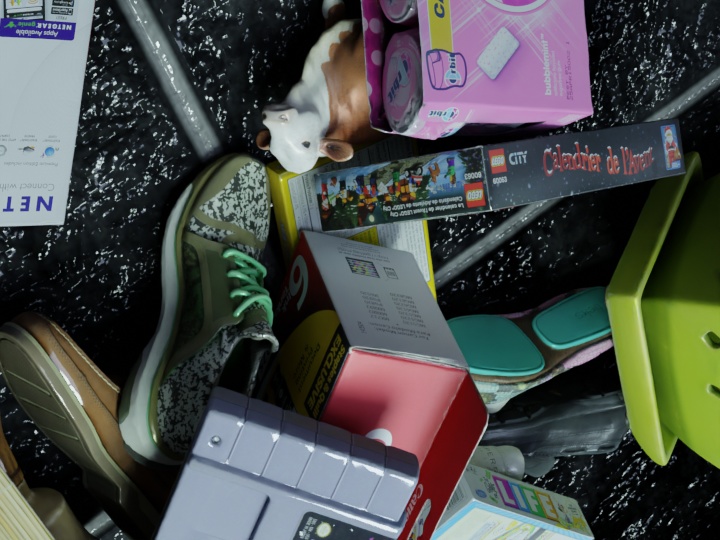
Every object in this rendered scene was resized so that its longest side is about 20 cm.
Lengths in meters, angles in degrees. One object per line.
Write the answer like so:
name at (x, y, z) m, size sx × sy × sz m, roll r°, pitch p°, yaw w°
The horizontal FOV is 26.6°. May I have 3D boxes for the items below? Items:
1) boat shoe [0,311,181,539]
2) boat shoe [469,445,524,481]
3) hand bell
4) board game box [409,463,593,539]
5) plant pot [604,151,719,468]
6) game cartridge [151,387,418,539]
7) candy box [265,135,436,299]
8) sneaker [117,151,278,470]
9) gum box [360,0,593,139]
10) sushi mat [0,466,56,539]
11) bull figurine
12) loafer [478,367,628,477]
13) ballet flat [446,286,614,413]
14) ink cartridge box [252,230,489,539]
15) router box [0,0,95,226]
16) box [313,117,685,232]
boat shoe at (-0.156, 0.090, 0.947) m, size 0.068 × 0.072 × 0.200 m, roll -45°, pitch 132°, yaw -24°
boat shoe at (0.080, 0.190, 1.112) m, size 0.069 × 0.071 × 0.200 m, roll -10°, pitch 149°, yaw -16°
hand bell at (-0.216, 0.120, 0.920) m, size 0.104 × 0.104 × 0.201 m, roll -26°, pitch 116°, yaw -19°
board game box at (0.044, 0.214, 1.043) m, size 0.200 × 0.034 × 0.134 m, roll -43°, pitch 137°, yaw 23°
plant pot at (0.290, 0.034, 1.103) m, size 0.200 × 0.181 × 0.200 m, roll -59°, pitch 143°, yaw -41°
game cartridge at (-0.058, 0.172, 0.882) m, size 0.129 × 0.038 × 0.201 m, roll 21°, pitch 116°, yaw -5°
candy box at (0.000, 0.000, 1.021) m, size 0.102 × 0.026 × 0.201 m, roll -25°, pitch 127°, yaw -23°
sneaker at (-0.075, 0.026, 0.917) m, size 0.077 × 0.088 × 0.201 m, roll 24°, pitch 74°, yaw -48°
gum box at (0.063, -0.171, 0.871) m, size 0.113 × 0.066 × 0.201 m, roll 0°, pitch 82°, yaw -28°
sushi mat at (-0.207, 0.181, 0.892) m, size 0.096 × 0.200 × 0.012 m, roll -37°, pitch 180°, yaw 30°
bull figurine at (0.019, -0.127, 0.932) m, size 0.199 × 0.065 × 0.122 m, roll -9°, pitch 111°, yaw -35°
loafer at (0.128, 0.124, 1.147) m, size 0.200 × 0.068 × 0.071 m, roll -7°, pitch 111°, yaw -34°
ballet flat at (0.114, 0.063, 1.098) m, size 0.199 × 0.069 × 0.071 m, roll -15°, pitch 145°, yaw -39°
ink cartridge box at (-0.015, 0.108, 0.948) m, size 0.084 × 0.176 × 0.201 m, roll 11°, pitch 118°, yaw -23°
router box at (-0.241, -0.112, 0.783) m, size 0.199 × 0.049 × 0.180 m, roll -3°, pitch 117°, yaw -32°
box at (0.089, -0.060, 0.944) m, size 0.199 × 0.136 × 0.038 m, roll -12°, pitch 95°, yaw -45°
